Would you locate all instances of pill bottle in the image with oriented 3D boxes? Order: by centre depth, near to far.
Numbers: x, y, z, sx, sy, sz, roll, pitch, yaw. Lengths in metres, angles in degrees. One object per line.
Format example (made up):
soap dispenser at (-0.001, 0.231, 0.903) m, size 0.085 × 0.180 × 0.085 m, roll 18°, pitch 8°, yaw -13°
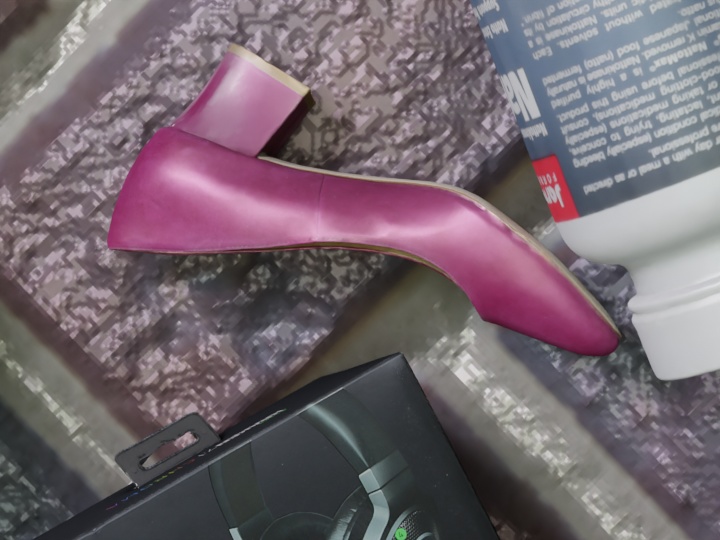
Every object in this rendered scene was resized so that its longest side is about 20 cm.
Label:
pill bottle at (0.117, -0.067, 0.952) m, size 0.119 × 0.120 × 0.201 m, roll -21°, pitch 92°, yaw 5°

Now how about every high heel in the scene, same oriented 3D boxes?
high heel at (0.000, 0.000, 0.986) m, size 0.200 × 0.067 × 0.096 m, roll 34°, pitch 86°, yaw 6°

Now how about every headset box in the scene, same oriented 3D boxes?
headset box at (-0.029, 0.149, 0.958) m, size 0.174 × 0.093 × 0.201 m, roll -30°, pitch 93°, yaw -23°
